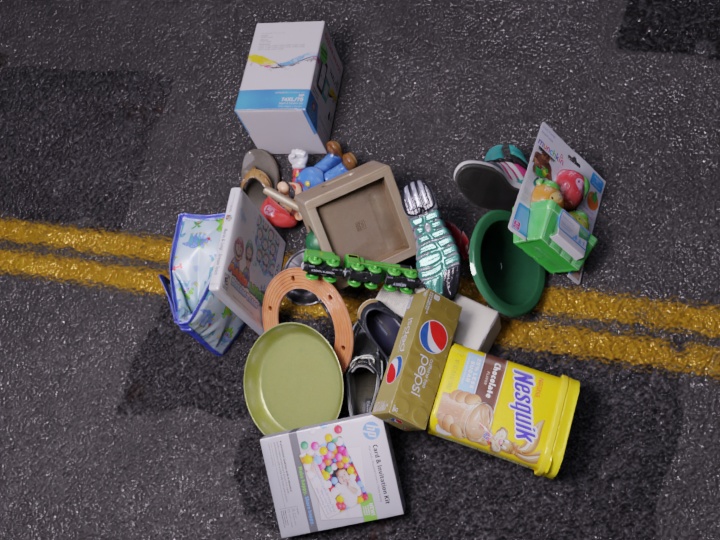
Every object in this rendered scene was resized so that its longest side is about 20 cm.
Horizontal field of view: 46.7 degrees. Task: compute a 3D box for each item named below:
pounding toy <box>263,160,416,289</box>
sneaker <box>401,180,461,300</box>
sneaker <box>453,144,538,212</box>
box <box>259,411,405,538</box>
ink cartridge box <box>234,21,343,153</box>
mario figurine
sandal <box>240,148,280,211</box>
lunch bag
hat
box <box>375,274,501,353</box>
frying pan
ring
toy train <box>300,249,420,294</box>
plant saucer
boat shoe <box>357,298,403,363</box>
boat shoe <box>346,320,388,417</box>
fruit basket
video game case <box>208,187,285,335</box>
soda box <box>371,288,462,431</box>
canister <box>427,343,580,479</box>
[{"bbox_3d":[-0.035,-0.087,1.413,0.197,0.187,0.142,-24,16,-8],"label":"pounding toy"},{"bbox_3d":[0.126,-0.046,1.363,0.073,0.087,0.204,-16,80,17],"label":"sneaker"},{"bbox_3d":[0.227,-0.167,1.409,0.084,0.197,0.122,-53,37,30],"label":"sneaker"},{"bbox_3d":[-0.042,0.313,1.282,0.196,0.041,0.159,-13,90,7],"label":"box"},{"bbox_3d":[-0.132,-0.349,1.595,0.143,0.147,0.203,2,66,17],"label":"ink cartridge box"},{"bbox_3d":[-0.101,-0.161,1.515,0.199,0.107,0.123,-41,17,-14],"label":"mario figurine"},{"bbox_3d":[-0.200,-0.146,1.569,0.080,0.055,0.203,-1,65,14],"label":"sandal"},{"bbox_3d":[-0.258,0.027,1.438,0.125,0.170,0.204,-1,67,15],"label":"lunch bag"},{"bbox_3d":[0.196,-0.004,1.404,0.175,0.164,0.203,-23,43,53],"label":"hat"},{"bbox_3d":[0.126,0.072,1.369,0.198,0.069,0.083,27,74,24],"label":"box"},{"bbox_3d":[-0.088,0.039,1.469,0.113,0.031,0.193,-13,60,10],"label":"frying pan"},{"bbox_3d":[-0.086,0.093,1.380,0.198,0.019,0.204,12,109,37],"label":"ring"},{"bbox_3d":[0.000,0.000,1.334,0.196,0.042,0.057,8,27,-14],"label":"toy train"},{"bbox_3d":[-0.105,0.186,1.363,0.197,0.031,0.204,0,89,30],"label":"plant saucer"},{"bbox_3d":[0.071,0.128,1.328,0.075,0.062,0.200,-43,91,1],"label":"boat shoe"},{"bbox_3d":[0.013,0.165,1.354,0.071,0.071,0.203,-9,63,10],"label":"boat shoe"},{"bbox_3d":[0.328,-0.108,1.347,0.093,0.184,0.203,1,61,55],"label":"fruit basket"},{"bbox_3d":[-0.187,-0.011,1.419,0.023,0.200,0.185,0,65,20],"label":"video game case"},{"bbox_3d":[0.086,0.136,1.258,0.067,0.064,0.203,27,69,-18],"label":"soda box"},{"bbox_3d":[0.212,0.207,1.248,0.197,0.087,0.151,17,71,8],"label":"canister"}]
